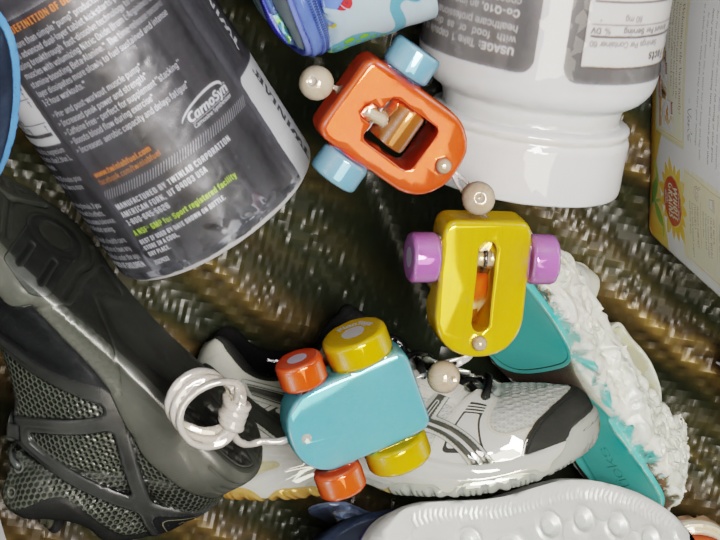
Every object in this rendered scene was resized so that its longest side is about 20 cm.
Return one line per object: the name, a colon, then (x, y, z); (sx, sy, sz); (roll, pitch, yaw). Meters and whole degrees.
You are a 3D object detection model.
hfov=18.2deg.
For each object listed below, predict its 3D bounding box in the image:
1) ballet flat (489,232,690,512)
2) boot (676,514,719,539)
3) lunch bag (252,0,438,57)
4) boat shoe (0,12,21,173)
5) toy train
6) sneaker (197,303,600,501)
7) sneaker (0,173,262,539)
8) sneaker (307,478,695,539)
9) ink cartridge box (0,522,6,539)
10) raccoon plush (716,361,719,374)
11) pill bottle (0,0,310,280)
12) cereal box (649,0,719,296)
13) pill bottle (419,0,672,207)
ballet flat: (0.105, 0.038, 1.119); (0.072, 0.072, 0.200); (-34, 115, -1)
boot: (0.152, 0.229, 1.166); (0.075, 0.107, 0.201); (20, 101, -17)
lunch bag: (-0.032, -0.197, 0.949); (0.082, 0.161, 0.201); (-20, 112, -7)
boat shoe: (-0.204, -0.033, 0.965); (0.084, 0.069, 0.200); (38, 127, 14)
toy train: (0.000, 0.000, 1.000); (0.150, 0.056, 0.201); (28, 99, -20)
sneaker: (0.014, 0.060, 1.075); (0.199, 0.076, 0.088); (-4, 99, 4)
sneaker: (-0.149, 0.048, 1.046); (0.114, 0.076, 0.200); (-38, 99, 23)
sneaker: (0.054, 0.158, 1.124); (0.199, 0.146, 0.081); (4, 70, -29)
ink cartridge box: (-0.261, 0.107, 0.951); (0.146, 0.146, 0.200); (-30, 145, 6)
raccoon plush: (0.229, 0.116, 1.170); (0.097, 0.134, 0.200); (-21, 148, -44)
pill bottle: (-0.114, -0.103, 0.989); (0.106, 0.106, 0.200); (-33, 112, -1)
cereal box: (0.181, -0.056, 1.026); (0.039, 0.200, 0.145); (-5, 110, -12)
pill bottle: (0.088, -0.137, 1.024); (0.113, 0.114, 0.201); (4, 107, -15)
